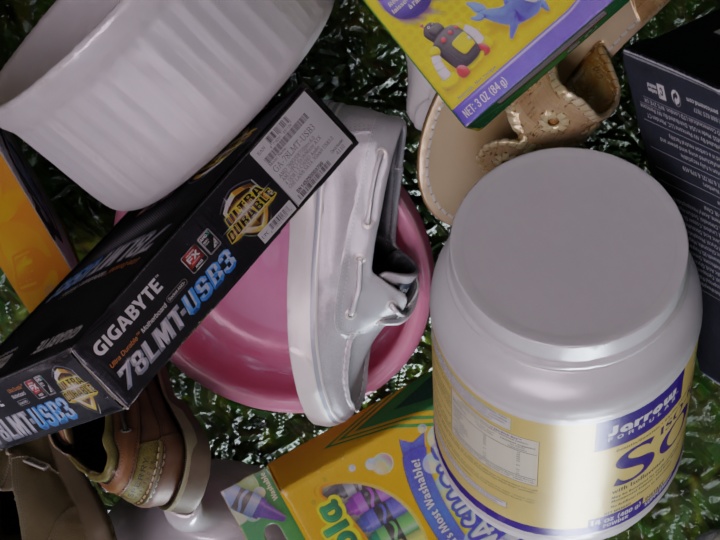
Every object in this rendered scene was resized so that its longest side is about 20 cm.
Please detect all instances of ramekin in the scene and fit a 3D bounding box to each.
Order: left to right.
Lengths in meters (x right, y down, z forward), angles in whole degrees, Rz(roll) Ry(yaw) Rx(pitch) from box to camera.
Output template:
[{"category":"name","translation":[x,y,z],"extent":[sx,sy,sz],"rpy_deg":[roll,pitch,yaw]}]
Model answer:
[{"category":"ramekin","translation":[-0.105,-0.127,1.316],"extent":[0.098,0.201,0.200],"rpy_deg":[43,122,-16]}]

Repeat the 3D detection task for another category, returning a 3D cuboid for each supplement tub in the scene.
[{"category":"supplement tub","translation":[0.109,0.042,1.290],"extent":[0.144,0.146,0.201],"rpy_deg":[13,148,11]}]

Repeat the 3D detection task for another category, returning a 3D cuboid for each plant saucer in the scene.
[{"category":"plant saucer","translation":[-0.049,-0.011,1.445],"extent":[0.199,0.051,0.202],"rpy_deg":[8,119,14]}]

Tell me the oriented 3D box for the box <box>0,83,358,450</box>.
[{"category":"box","translation":[-0.113,0.002,1.284],"extent":[0.050,0.199,0.200],"rpy_deg":[47,154,-10]}]

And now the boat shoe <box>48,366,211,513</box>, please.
[{"category":"boat shoe","translation":[-0.155,0.082,1.453],"extent":[0.068,0.200,0.073],"rpy_deg":[11,100,-28]}]

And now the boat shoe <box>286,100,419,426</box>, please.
[{"category":"boat shoe","translation":[0.000,0.000,1.371],"extent":[0.068,0.072,0.202],"rpy_deg":[7,111,14]}]

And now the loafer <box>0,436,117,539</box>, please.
[{"category":"loafer","translation":[-0.207,0.137,1.503],"extent":[0.067,0.200,0.077],"rpy_deg":[-19,122,-16]}]

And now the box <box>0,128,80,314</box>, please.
[{"category":"box","translation":[-0.218,-0.059,1.400],"extent":[0.041,0.119,0.201],"rpy_deg":[-29,129,-1]}]

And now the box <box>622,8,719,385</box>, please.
[{"category":"box","translation":[0.244,-0.044,1.260],"extent":[0.148,0.107,0.201],"rpy_deg":[-24,114,-16]}]

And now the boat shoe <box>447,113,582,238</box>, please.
[{"category":"boat shoe","translation":[0.096,-0.058,1.370],"extent":[0.070,0.072,0.201],"rpy_deg":[9,126,-6]}]

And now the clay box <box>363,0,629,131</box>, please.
[{"category":"clay box","translation":[0.038,-0.185,1.230],"extent":[0.115,0.048,0.200],"rpy_deg":[-40,84,11]}]

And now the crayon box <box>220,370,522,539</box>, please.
[{"category":"crayon box","translation":[0.033,0.143,1.447],"extent":[0.199,0.052,0.126],"rpy_deg":[-29,109,-3]}]

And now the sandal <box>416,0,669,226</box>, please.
[{"category":"sandal","translation":[0.109,-0.107,1.264],"extent":[0.077,0.070,0.212],"rpy_deg":[39,94,-19]}]

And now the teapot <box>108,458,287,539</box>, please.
[{"category":"teapot","translation":[-0.103,0.231,1.532],"extent":[0.197,0.146,0.200],"rpy_deg":[-33,100,29]}]

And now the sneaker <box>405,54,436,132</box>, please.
[{"category":"sneaker","translation":[0.015,-0.180,1.314],"extent":[0.129,0.080,0.200],"rpy_deg":[15,121,11]}]

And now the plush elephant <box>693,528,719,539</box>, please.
[{"category":"plush elephant","translation":[0.233,0.295,1.458],"extent":[0.199,0.155,0.165],"rpy_deg":[37,123,-4]}]
